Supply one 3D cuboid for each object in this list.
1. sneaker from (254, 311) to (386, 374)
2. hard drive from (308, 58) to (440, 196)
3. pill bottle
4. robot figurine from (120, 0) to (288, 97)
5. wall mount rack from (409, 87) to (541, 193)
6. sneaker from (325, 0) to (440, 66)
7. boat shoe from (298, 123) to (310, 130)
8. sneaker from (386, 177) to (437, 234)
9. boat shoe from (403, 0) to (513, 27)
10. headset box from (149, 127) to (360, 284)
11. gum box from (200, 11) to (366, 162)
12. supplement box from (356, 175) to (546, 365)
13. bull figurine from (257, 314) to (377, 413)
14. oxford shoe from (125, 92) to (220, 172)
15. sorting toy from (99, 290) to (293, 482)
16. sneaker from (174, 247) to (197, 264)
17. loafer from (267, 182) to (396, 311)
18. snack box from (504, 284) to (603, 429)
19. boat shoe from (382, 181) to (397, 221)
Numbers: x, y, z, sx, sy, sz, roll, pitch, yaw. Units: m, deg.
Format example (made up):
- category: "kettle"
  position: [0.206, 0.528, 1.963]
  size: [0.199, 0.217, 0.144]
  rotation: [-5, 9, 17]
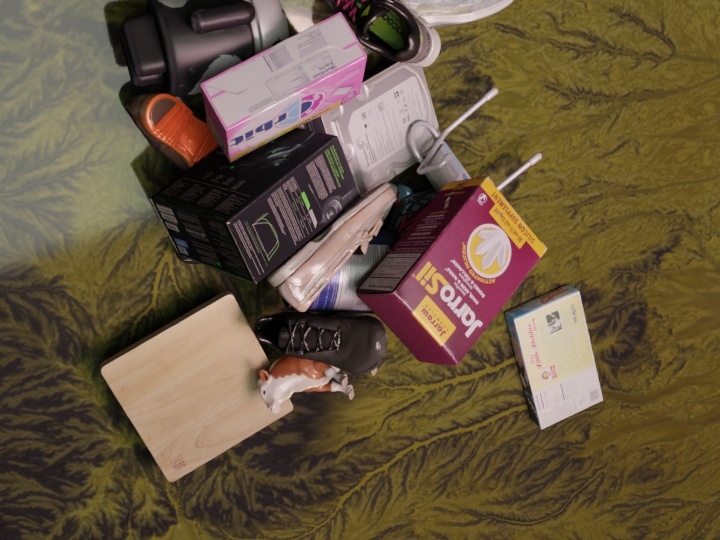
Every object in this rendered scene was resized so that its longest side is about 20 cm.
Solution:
- category: "sneaker"
  position: [-0.053, 0.089, 1.398]
  size: [0.090, 0.199, 0.077]
  rotation: [9, 83, -48]
- category: "hard drive"
  position: [0.022, -0.190, 1.469]
  size: [0.199, 0.038, 0.141]
  rotation: [-35, 118, -35]
- category: "pill bottle"
  position: [0.000, 0.000, 1.450]
  size: [0.198, 0.112, 0.113]
  rotation: [2, 107, -15]
- category: "robot figurine"
  position: [-0.184, -0.277, 1.335]
  size: [0.198, 0.150, 0.126]
  rotation: [-15, 126, -17]
- category: "wall mount rack"
  position: [0.160, -0.143, 1.512]
  size: [0.201, 0.074, 0.174]
  rotation: [52, 48, -21]
- category: "sneaker"
  position: [0.012, -0.330, 1.399]
  size: [0.200, 0.087, 0.074]
  rotation: [42, 112, 7]
- category: "boat shoe"
  position: [-0.073, -0.204, 1.462]
  size: [0.199, 0.071, 0.068]
  rotation: [35, 63, -35]
- category: "sneaker"
  position: [0.065, -0.077, 1.555]
  size: [0.200, 0.079, 0.096]
  rotation: [-44, 111, -12]
- category: "boat shoe"
  position: [0.108, -0.361, 1.471]
  size: [0.200, 0.075, 0.065]
  rotation: [-11, 111, -7]
- category: "headset box"
  position: [-0.124, -0.095, 1.368]
  size: [0.200, 0.173, 0.093]
  rotation: [-42, 127, -27]
- category: "gum box"
  position: [-0.086, -0.218, 1.319]
  size: [0.199, 0.114, 0.067]
  rotation: [-29, 80, -10]
- category: "supplement box"
  position: [0.114, -0.001, 1.380]
  size: [0.131, 0.103, 0.200]
  rotation: [46, 70, -19]
- category: "bull figurine"
  position: [-0.052, 0.127, 1.514]
  size: [0.200, 0.120, 0.066]
  rotation: [-48, 146, -45]
- category: "oxford shoe"
  position: [-0.221, -0.163, 1.428]
  size: [0.072, 0.073, 0.200]
  rotation: [-57, 135, -16]
- category: "sorting toy"
  position: [-0.225, 0.150, 1.522]
  size: [0.199, 0.070, 0.200]
  rotation: [-30, 114, -8]
- category: "sneaker"
  position: [-0.150, -0.048, 1.482]
  size: [0.198, 0.074, 0.080]
  rotation: [-19, 147, -8]
- category: "loafer"
  position: [-0.025, -0.029, 1.362]
  size: [0.200, 0.072, 0.063]
  rotation: [-40, 96, -21]
- category: "snack box"
  position: [0.301, 0.135, 1.722]
  size: [0.115, 0.037, 0.202]
  rotation: [-22, 113, -12]
- category: "boat shoe"
  position: [-0.023, -0.044, 1.528]
  size: [0.060, 0.074, 0.201]
  rotation: [28, 101, -18]
